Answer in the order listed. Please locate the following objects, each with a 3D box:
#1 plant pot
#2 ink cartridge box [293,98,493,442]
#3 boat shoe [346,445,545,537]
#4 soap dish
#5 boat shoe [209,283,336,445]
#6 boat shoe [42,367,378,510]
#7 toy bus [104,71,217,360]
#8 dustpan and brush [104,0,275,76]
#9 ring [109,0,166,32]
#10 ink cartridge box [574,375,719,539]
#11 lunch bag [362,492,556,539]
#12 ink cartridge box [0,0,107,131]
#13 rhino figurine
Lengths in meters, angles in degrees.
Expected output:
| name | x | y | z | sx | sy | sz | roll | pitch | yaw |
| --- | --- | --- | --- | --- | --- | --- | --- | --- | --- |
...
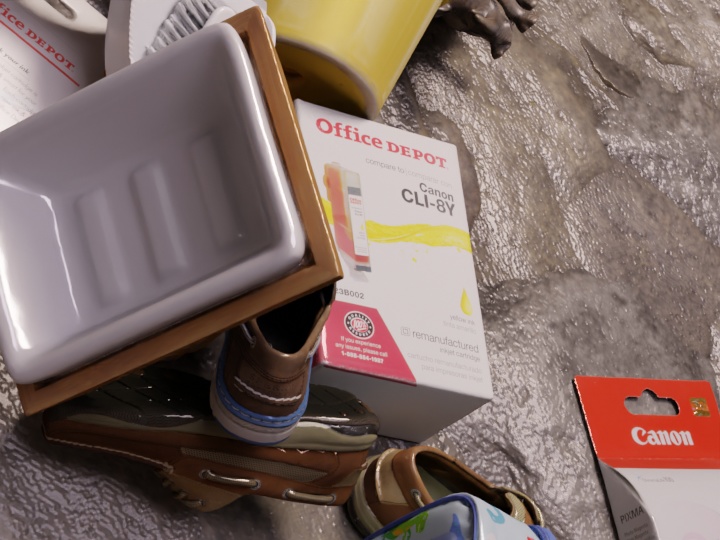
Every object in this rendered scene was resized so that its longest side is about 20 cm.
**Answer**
| name | x | y | z | sx | sy | sz | roll | pitch | yaw |
| --- | --- | --- | --- | --- | --- | --- | --- | --- | --- |
| plant pot | -0.026 | -0.208 | 1.201 | 0.200 | 0.200 | 0.190 | 28 | 65 | -24 |
| ink cartridge box | 0.000 | 0.000 | 1.158 | 0.145 | 0.083 | 0.201 | 14 | 56 | -34 |
| boat shoe | 0.085 | 0.180 | 1.124 | 0.200 | 0.074 | 0.076 | 33 | 48 | -20 |
| soap dish | -0.110 | -0.028 | 0.925 | 0.081 | 0.199 | 0.158 | 23 | 46 | -64 |
| boat shoe | -0.044 | 0.009 | 1.003 | 0.072 | 0.073 | 0.201 | 15 | 39 | -16 |
| boat shoe | -0.088 | 0.107 | 1.012 | 0.199 | 0.074 | 0.076 | 7 | 16 | -16 |
| toy bus | -0.124 | -0.045 | 1.096 | 0.078 | 0.065 | 0.201 | 1 | 63 | -41 |
| dustpan and brush | -0.114 | -0.097 | 1.033 | 0.139 | 0.057 | 0.201 | 33 | 80 | -52 |
| ring | -0.188 | -0.203 | 1.104 | 0.200 | 0.019 | 0.200 | 37 | 9 | -7 |
| ink cartridge box | 0.256 | 0.168 | 1.295 | 0.162 | 0.057 | 0.201 | 5 | 66 | -38 |
| lunch bag | 0.043 | 0.240 | 0.990 | 0.082 | 0.161 | 0.201 | 27 | 49 | -24 |
| ink cartridge box | -0.237 | -0.104 | 1.035 | 0.116 | 0.067 | 0.200 | 40 | 47 | -14 |
| rhino figurine | 0.092 | -0.211 | 1.340 | 0.087 | 0.060 | 0.200 | 41 | 17 | -8 |
